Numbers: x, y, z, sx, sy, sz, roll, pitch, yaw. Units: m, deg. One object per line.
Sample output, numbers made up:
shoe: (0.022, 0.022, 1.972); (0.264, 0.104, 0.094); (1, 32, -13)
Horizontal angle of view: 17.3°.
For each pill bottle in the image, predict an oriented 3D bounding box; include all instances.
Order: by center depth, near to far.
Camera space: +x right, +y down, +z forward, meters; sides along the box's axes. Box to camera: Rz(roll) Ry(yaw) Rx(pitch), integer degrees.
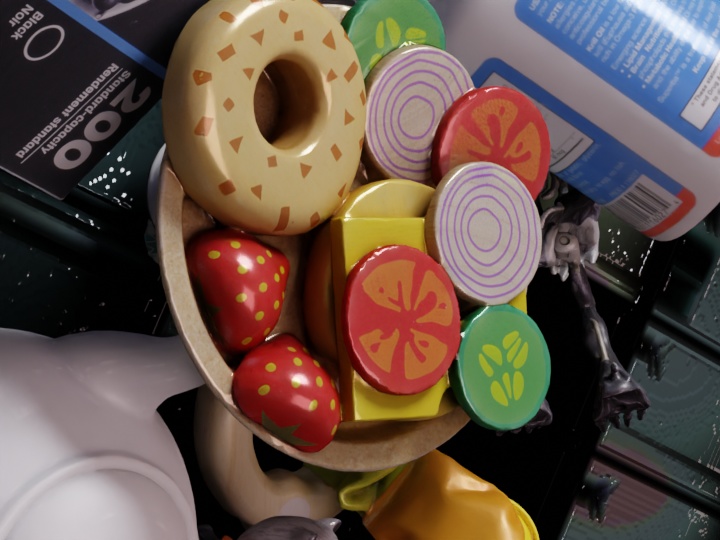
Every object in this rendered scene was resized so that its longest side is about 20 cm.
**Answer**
pill bottle: (0.092, -0.111, 1.105); (0.200, 0.112, 0.112); (34, 77, -8)

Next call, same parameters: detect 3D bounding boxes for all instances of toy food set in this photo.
toy food set: (0.003, -0.018, 0.976); (0.197, 0.049, 0.201); (-2, 85, -38)

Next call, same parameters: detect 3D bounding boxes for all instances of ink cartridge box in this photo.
ink cartridge box: (-0.082, -0.117, 0.938); (0.198, 0.043, 0.200); (-44, 159, 7)

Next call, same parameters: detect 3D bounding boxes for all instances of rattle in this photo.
rattle: (-0.011, 0.050, 1.096); (0.130, 0.143, 0.201); (-19, 123, -18)

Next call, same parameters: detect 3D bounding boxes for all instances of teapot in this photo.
teapot: (-0.139, 0.128, 0.989); (0.197, 0.146, 0.201); (-29, 122, -34)

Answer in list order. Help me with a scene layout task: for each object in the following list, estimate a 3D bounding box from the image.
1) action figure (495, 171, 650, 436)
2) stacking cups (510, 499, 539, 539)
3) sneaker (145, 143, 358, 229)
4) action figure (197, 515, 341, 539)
action figure: (0.076, -0.015, 1.179); (0.118, 0.102, 0.201); (-8, 68, -14)
stacking cups: (0.044, 0.166, 1.163); (0.200, 0.060, 0.061); (-44, 140, -72)
sneaker: (0.000, 0.000, 1.049); (0.200, 0.087, 0.075); (31, 64, -15)
action figure: (-0.053, 0.201, 1.057); (0.104, 0.200, 0.194); (22, 95, -53)
